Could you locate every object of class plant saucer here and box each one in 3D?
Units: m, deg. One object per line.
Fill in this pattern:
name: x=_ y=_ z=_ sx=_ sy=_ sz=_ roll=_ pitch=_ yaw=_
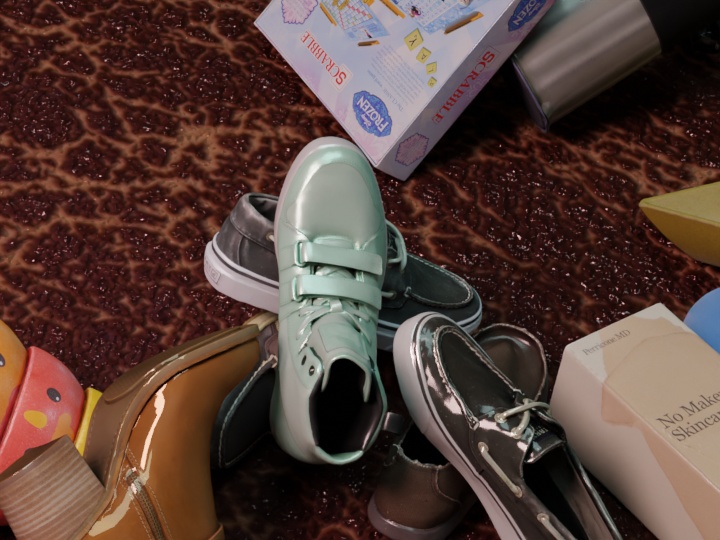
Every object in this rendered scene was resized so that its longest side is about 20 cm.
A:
plant saucer: x=0.337 y=-0.032 z=1.495 sx=0.200 sy=0.049 sz=0.200 roll=-14 pitch=17 yaw=-24

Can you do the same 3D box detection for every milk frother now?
milk frother: x=0.199 y=-0.193 z=1.649 sx=0.188 sy=0.200 sz=0.181 roll=-32 pitch=38 yaw=1

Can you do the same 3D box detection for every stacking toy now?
stacking toy: x=-0.185 y=0.105 z=1.242 sx=0.200 sy=0.146 sz=0.146 roll=19 pitch=39 yaw=-14

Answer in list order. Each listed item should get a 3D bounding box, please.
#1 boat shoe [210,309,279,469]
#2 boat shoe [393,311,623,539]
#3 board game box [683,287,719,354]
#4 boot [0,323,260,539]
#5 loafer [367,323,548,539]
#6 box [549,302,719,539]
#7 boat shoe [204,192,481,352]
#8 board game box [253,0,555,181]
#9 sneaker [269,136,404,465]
boat shoe: x=-0.044 y=0.062 z=1.338 sx=0.065 sy=0.073 sz=0.200 roll=18 pitch=41 yaw=18
boat shoe: x=0.096 y=0.105 z=1.252 sx=0.071 sy=0.064 sz=0.200 roll=-32 pitch=87 yaw=-42
board game box: x=0.310 y=0.087 z=1.410 sx=0.158 sy=0.039 sz=0.200 roll=-14 pitch=48 yaw=-34
boot: x=-0.103 y=0.135 z=1.194 sx=0.200 sy=0.074 sz=0.155 roll=-38 pitch=101 yaw=-29
loafer: x=0.073 y=0.094 z=1.326 sx=0.073 sy=0.071 sz=0.200 roll=21 pitch=42 yaw=13
box: x=0.219 y=0.120 z=1.319 sx=0.095 sy=0.078 sz=0.200 roll=-23 pitch=51 yaw=-32
boat shoe: x=0.000 y=0.000 z=1.332 sx=0.200 sy=0.071 sz=0.072 roll=11 pitch=37 yaw=-28
board game box: x=0.035 y=-0.205 z=1.582 sx=0.041 sy=0.200 sz=0.200 roll=24 pitch=22 yaw=-49
sneaker: x=-0.008 y=0.020 z=1.237 sx=0.074 sy=0.201 sz=0.118 roll=3 pitch=2 yaw=-16
